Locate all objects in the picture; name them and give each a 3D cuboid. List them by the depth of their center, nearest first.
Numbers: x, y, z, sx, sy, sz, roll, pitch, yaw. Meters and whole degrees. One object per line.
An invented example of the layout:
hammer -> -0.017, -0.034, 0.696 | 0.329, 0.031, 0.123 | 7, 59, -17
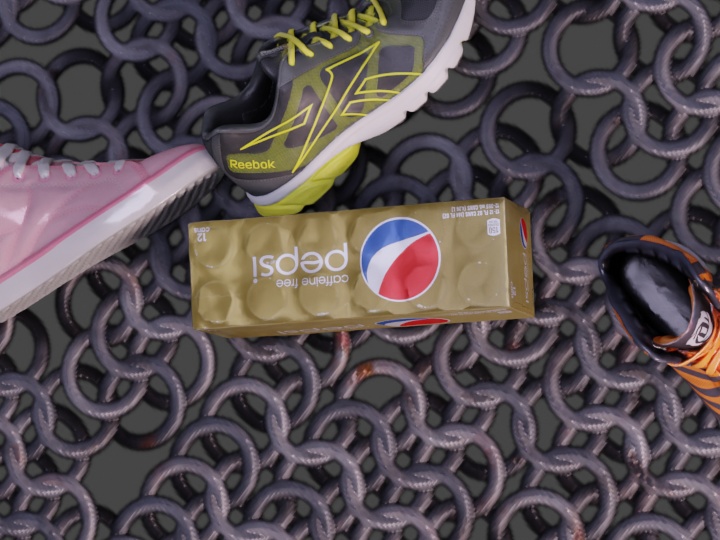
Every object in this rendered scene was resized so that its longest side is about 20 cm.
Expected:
sneaker -> 0.207, 0.053, 1.579 | 0.200, 0.112, 0.078 | 38, 97, 17
sneaker -> -0.013, -0.120, 1.666 | 0.200, 0.085, 0.074 | -48, 32, 8
soda box -> 0.000, 0.000, 1.674 | 0.199, 0.064, 0.068 | -5, 83, 17
sneaker -> -0.187, -0.050, 1.731 | 0.200, 0.075, 0.105 | -30, 82, 17
